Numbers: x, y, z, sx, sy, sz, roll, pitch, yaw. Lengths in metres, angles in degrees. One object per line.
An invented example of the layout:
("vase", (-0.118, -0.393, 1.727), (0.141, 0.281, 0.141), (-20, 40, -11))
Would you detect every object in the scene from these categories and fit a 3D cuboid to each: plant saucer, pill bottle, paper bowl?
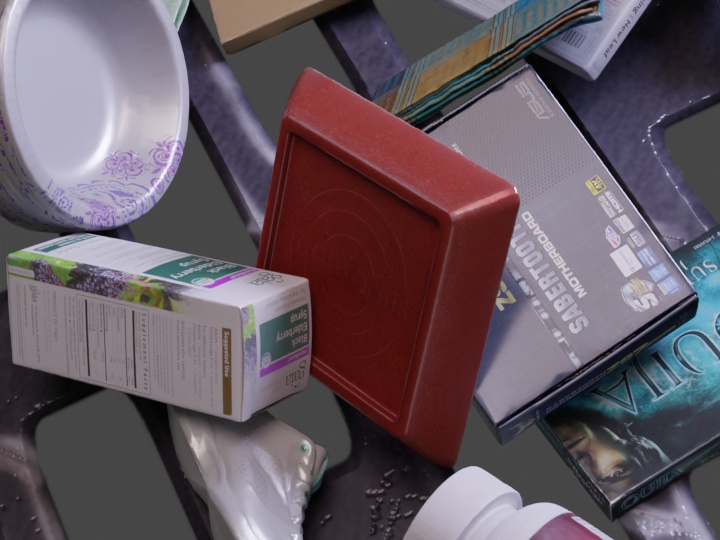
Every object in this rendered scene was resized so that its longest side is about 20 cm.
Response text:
("plant saucer", (0.000, 0.000, 1.179), (0.036, 0.202, 0.199), (-14, 36, -43))
("pill bottle", (0.121, 0.206, 1.077), (0.199, 0.110, 0.110), (33, 66, 27))
("paper bowl", (-0.221, -0.128, 1.313), (0.103, 0.201, 0.202), (-1, 52, 34))

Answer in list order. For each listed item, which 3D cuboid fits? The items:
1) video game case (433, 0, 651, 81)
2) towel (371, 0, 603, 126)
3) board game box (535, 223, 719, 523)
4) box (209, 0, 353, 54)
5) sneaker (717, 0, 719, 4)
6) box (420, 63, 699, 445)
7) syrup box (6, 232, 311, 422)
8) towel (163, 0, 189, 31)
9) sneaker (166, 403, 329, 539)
("video game case", (0.154, -0.255, 1.388), (0.199, 0.022, 0.183), (34, 87, 40))
("towel", (0.089, -0.154, 1.301), (0.199, 0.022, 0.147), (-30, 14, 19))
("board game box", (0.208, 0.061, 1.213), (0.199, 0.028, 0.136), (-30, 56, -11))
("box", (-0.035, -0.271, 1.467), (0.198, 0.021, 0.165), (-23, 53, 7))
("sneaker", (0.273, -0.264, 1.377), (0.076, 0.076, 0.201), (-35, 23, 17))
("box", (0.101, -0.012, 1.202), (0.157, 0.051, 0.201), (-32, 70, -3))
("syrup box", (-0.134, 0.034, 1.217), (0.198, 0.082, 0.079), (10, 19, 31))
("towel", (-0.219, -0.247, 1.487), (0.198, 0.023, 0.154), (2, 56, 19))
("sneaker", (-0.055, 0.145, 1.178), (0.088, 0.076, 0.201), (-15, 52, -16))
